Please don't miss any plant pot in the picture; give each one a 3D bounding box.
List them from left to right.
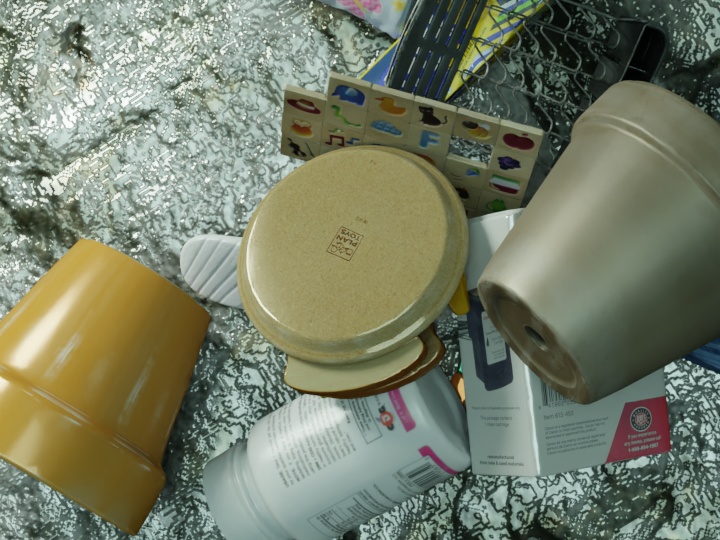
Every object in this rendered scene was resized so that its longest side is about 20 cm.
[{"bbox_3d":[-0.219,0.083,1.340,0.200,0.200,0.183,29,79,5],"label":"plant pot"},{"bbox_3d":[0.182,-0.005,1.185,0.173,0.200,0.200,-40,86,-12],"label":"plant pot"}]

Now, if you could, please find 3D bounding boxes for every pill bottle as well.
[{"bbox_3d":[-0.019,0.149,1.340,0.200,0.113,0.114,-30,87,15],"label":"pill bottle"}]

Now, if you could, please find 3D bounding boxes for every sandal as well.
[{"bbox_3d":[-0.044,0.003,1.372,0.206,0.059,0.079,17,119,13],"label":"sandal"}]

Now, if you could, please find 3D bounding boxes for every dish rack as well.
[{"bbox_3d":[0.123,-0.151,1.304,0.200,0.055,0.154,14,109,-25],"label":"dish rack"}]

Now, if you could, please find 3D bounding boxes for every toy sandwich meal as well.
[{"bbox_3d":[0.000,0.000,1.285,0.205,0.070,0.206,-8,62,15],"label":"toy sandwich meal"}]

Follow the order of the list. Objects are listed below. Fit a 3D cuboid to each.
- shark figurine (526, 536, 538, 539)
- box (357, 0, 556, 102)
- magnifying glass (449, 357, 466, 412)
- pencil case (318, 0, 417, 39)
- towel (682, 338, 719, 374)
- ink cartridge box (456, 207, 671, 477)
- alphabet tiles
[{"bbox_3d":[0.201,0.321,1.339,0.214,0.089,0.128,27,95,7],"label":"shark figurine"},{"bbox_3d":[0.076,-0.183,1.355,0.200,0.070,0.064,-45,87,5],"label":"box"},{"bbox_3d":[0.098,0.068,1.380,0.079,0.022,0.200,26,94,5],"label":"magnifying glass"},{"bbox_3d":[-0.036,-0.259,1.357,0.200,0.091,0.083,24,58,6],"label":"pencil case"},{"bbox_3d":[0.339,0.044,1.311,0.200,0.049,0.112,19,73,-6],"label":"towel"},{"bbox_3d":[0.156,0.051,1.309,0.145,0.084,0.201,-5,89,-35],"label":"ink cartridge box"},{"bbox_3d":[0.034,-0.092,1.317,0.200,0.167,0.008,16,64,3],"label":"alphabet tiles"}]
